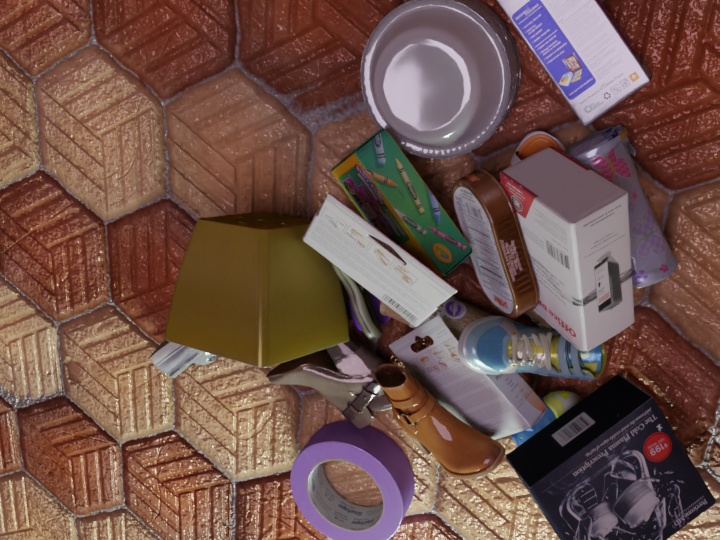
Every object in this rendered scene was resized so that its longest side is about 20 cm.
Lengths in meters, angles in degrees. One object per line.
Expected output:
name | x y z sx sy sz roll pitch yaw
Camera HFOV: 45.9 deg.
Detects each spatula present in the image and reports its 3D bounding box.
spatula | -0.040 0.078 1.312 0.198 0.020 0.057 -20 91 31

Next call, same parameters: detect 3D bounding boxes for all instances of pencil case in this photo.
pencil case | 0.321 -0.076 1.056 0.083 0.090 0.202 -6 111 59

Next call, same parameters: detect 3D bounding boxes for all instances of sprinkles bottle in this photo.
sprinkles bottle | 0.127 0.071 1.211 0.198 0.068 0.069 24 119 13

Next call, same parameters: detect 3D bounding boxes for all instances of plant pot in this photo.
plant pot | -0.144 0.014 1.224 0.198 0.199 0.179 10 102 35

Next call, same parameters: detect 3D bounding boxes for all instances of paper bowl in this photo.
paper bowl | 0.094 -0.240 1.071 0.198 0.104 0.203 9 117 19

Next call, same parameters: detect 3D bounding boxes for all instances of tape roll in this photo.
tape roll | -0.014 0.350 1.395 0.197 0.066 0.203 9 114 19

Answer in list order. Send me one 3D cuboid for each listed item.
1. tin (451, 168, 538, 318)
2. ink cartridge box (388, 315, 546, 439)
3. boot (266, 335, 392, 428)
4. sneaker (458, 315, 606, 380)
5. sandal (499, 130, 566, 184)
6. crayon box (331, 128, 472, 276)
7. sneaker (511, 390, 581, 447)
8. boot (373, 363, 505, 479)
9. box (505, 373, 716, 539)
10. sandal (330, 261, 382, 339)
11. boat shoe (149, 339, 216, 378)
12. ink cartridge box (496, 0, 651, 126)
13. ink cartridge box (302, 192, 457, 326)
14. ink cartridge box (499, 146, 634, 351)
tin | 0.170 -0.031 1.088 0.041 0.112 0.202 -25 112 -9
ink cartridge box | 0.149 0.152 1.217 0.201 0.050 0.162 52 148 0
boot | -0.038 0.185 1.335 0.199 0.070 0.147 -26 106 35
sneaker | 0.233 0.099 1.096 0.130 0.198 0.081 -6 81 58
sandal | 0.208 -0.079 1.116 0.078 0.059 0.208 28 120 10
crayon box | 0.052 -0.082 1.145 0.201 0.058 0.119 54 163 -6
sneaker | 0.280 0.266 1.236 0.104 0.075 0.203 1 105 36
boot | 0.104 0.211 1.212 0.199 0.074 0.156 4 133 54
box | 0.331 0.278 1.134 0.199 0.104 0.183 -36 104 -1
sandal | 0.000 0.001 1.233 0.057 0.080 0.203 -19 103 13
boat shoe | -0.268 0.121 1.410 0.200 0.070 0.072 -31 108 35
ink cartridge box | 0.254 -0.283 1.023 0.094 0.037 0.201 -34 98 32
ink cartridge box | 0.029 -0.022 1.096 0.199 0.045 0.176 37 157 -1
ink cartridge box | 0.253 -0.026 1.035 0.082 0.147 0.202 -27 129 -13
